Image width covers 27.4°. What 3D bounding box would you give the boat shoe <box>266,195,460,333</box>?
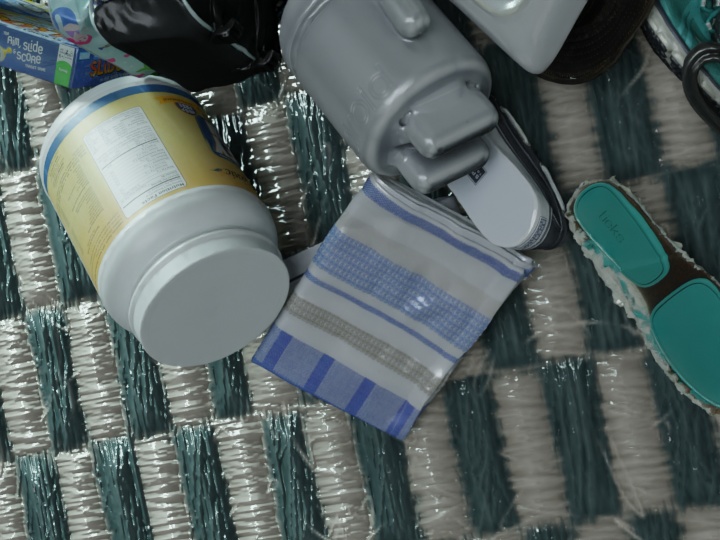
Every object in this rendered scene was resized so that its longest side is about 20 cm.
[{"bbox_3d":[0.000,0.000,1.168,0.199,0.073,0.066,-23,90,31],"label":"boat shoe"}]

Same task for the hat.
[{"bbox_3d":[0.118,-0.230,1.053,0.200,0.081,0.202,22,118,51],"label":"hat"}]

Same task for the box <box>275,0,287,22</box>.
[{"bbox_3d":[-0.116,-0.297,1.196,0.200,0.046,0.159,46,107,12],"label":"box"}]

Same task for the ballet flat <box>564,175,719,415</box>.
[{"bbox_3d":[0.221,0.017,1.072,0.072,0.072,0.201,-38,70,19],"label":"ballet flat"}]

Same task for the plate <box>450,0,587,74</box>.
[{"bbox_3d":[0.089,-0.264,0.988,0.200,0.032,0.200,43,126,20],"label":"plate"}]

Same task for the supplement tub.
[{"bbox_3d":[-0.152,-0.039,1.147,0.145,0.144,0.200,-47,54,18],"label":"supplement tub"}]

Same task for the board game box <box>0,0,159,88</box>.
[{"bbox_3d":[-0.281,-0.196,1.220,0.199,0.135,0.035,19,107,18],"label":"board game box"}]

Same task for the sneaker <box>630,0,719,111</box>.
[{"bbox_3d":[0.229,-0.207,1.058,0.079,0.077,0.201,-26,85,12],"label":"sneaker"}]

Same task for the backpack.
[{"bbox_3d":[-0.144,-0.244,1.092,0.150,0.177,0.202,-6,80,21],"label":"backpack"}]

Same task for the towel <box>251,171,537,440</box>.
[{"bbox_3d":[0.023,0.032,1.131,0.146,0.024,0.200,29,118,-11],"label":"towel"}]

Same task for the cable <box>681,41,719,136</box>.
[{"bbox_3d":[0.292,-0.074,1.037,0.200,0.050,0.097,41,118,-1],"label":"cable"}]

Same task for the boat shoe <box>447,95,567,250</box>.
[{"bbox_3d":[0.092,-0.096,1.122,0.072,0.068,0.200,-48,59,24],"label":"boat shoe"}]

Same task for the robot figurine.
[{"bbox_3d":[0.016,-0.150,1.067,0.200,0.112,0.170,52,152,26],"label":"robot figurine"}]
